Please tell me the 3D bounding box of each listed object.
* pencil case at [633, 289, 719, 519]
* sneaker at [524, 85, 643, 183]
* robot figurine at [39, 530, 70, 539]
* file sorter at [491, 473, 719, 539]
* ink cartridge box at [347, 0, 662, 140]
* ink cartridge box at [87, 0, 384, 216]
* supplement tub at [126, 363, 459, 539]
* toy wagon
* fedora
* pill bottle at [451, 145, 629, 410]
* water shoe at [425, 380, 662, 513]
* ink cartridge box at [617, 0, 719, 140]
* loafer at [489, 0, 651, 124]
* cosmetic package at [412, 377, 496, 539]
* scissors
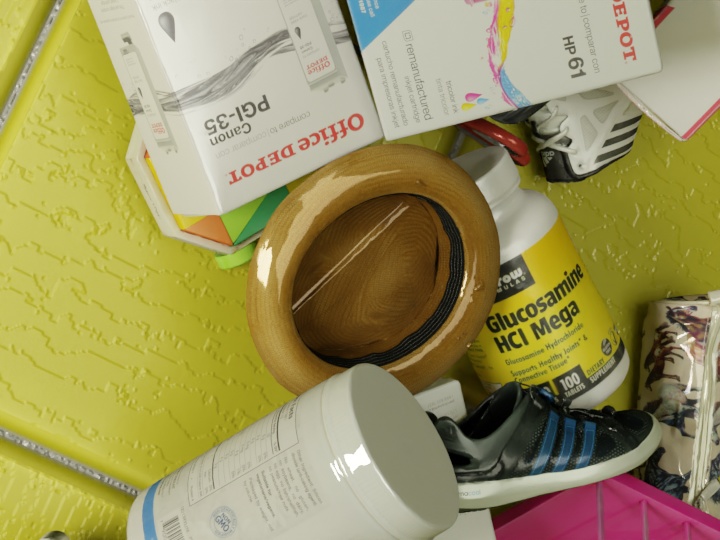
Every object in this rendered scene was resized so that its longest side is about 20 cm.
[{"bbox_3d":[0.266,0.112,1.566,0.078,0.089,0.200,5,90,-28],"label":"pencil case"},{"bbox_3d":[0.142,-0.128,1.490,0.200,0.076,0.115,8,88,-31],"label":"sneaker"},{"bbox_3d":[-0.209,0.281,1.309,0.169,0.113,0.200,11,88,1],"label":"robot figurine"},{"bbox_3d":[0.210,0.260,1.491,0.200,0.139,0.125,27,46,-27],"label":"file sorter"},{"bbox_3d":[0.095,-0.189,1.318,0.200,0.085,0.145,-15,112,5],"label":"ink cartridge box"},{"bbox_3d":[-0.087,-0.154,1.317,0.146,0.083,0.200,-27,105,-25],"label":"ink cartridge box"},{"bbox_3d":[-0.048,0.165,1.318,0.200,0.132,0.132,-31,113,21],"label":"supplement tub"},{"bbox_3d":[-0.072,-0.102,1.398,0.200,0.040,0.155,-32,108,-22],"label":"toy wagon"},{"bbox_3d":[0.000,0.000,1.371,0.200,0.082,0.201,-6,104,-25],"label":"fedora"},{"bbox_3d":[0.116,0.012,1.464,0.112,0.112,0.200,-36,109,-21],"label":"pill bottle"},{"bbox_3d":[0.133,0.116,1.389,0.200,0.071,0.079,-14,101,-27],"label":"water shoe"},{"bbox_3d":[0.287,-0.206,1.468,0.083,0.147,0.200,41,36,0],"label":"ink cartridge box"},{"bbox_3d":[0.166,-0.184,1.416,0.201,0.068,0.070,-49,150,3],"label":"loafer"},{"bbox_3d":[0.043,0.180,1.444,0.071,0.101,0.200,-18,102,-26],"label":"cosmetic package"},{"bbox_3d":[0.045,-0.134,1.466,0.200,0.073,0.014,30,90,-2],"label":"scissors"}]
